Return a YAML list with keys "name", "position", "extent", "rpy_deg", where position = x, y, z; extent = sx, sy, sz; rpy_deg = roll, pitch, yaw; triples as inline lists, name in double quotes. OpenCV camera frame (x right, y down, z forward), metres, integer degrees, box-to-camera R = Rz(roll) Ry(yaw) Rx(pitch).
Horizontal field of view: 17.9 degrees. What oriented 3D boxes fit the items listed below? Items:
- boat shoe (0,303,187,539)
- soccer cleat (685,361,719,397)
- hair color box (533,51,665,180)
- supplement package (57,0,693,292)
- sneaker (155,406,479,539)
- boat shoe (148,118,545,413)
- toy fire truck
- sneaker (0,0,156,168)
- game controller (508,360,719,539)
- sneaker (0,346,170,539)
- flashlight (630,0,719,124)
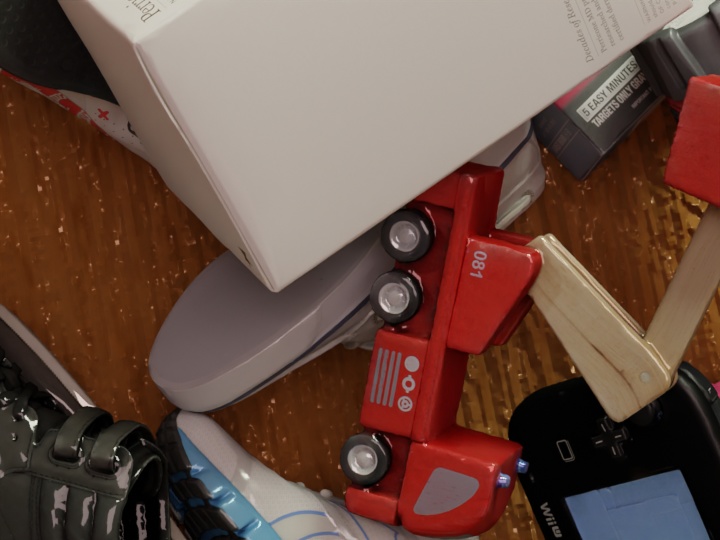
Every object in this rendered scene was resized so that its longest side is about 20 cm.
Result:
- name: "boat shoe"
  position: [-0.110, 0.105, 0.946]
  extent: [0.057, 0.067, 0.201]
  rpy_deg: [-37, 89, -13]
- name: "soccer cleat"
  position: [0.187, 0.107, 0.965]
  extent: [0.199, 0.070, 0.087]
  rpy_deg: [22, 106, 8]
- name: "hair color box"
  position: [0.064, -0.148, 0.998]
  extent: [0.099, 0.061, 0.200]
  rpy_deg: [-44, 86, -9]
- name: "supplement package"
  position: [0.001, -0.110, 0.874]
  extent: [0.199, 0.121, 0.120]
  rpy_deg: [-35, 122, -9]
- name: "sneaker"
  position: [0.000, 0.121, 0.956]
  extent: [0.200, 0.075, 0.087]
  rpy_deg: [45, 71, -2]
- name: "boat shoe"
  position: [0.000, 0.000, 0.965]
  extent: [0.200, 0.072, 0.066]
  rpy_deg: [-44, 129, -20]
- name: "toy fire truck"
  position: [0.076, 0.016, 0.889]
  extent: [0.140, 0.049, 0.202]
  rpy_deg: [14, 101, 17]
- name: "sneaker"
  position: [-0.094, -0.086, 0.974]
  extent: [0.201, 0.108, 0.068]
  rpy_deg: [29, 94, -34]
- name: "game controller"
  position: [0.132, 0.133, 0.935]
  extent: [0.104, 0.042, 0.201]
  rpy_deg: [-21, 94, 34]
- name: "sneaker"
  position: [-0.132, 0.052, 0.886]
  extent: [0.098, 0.071, 0.202]
  rpy_deg: [-17, 94, 17]
- name: "flashlight"
  position: [0.186, -0.035, 0.955]
  extent: [0.201, 0.067, 0.068]
  rpy_deg: [54, 48, -19]
